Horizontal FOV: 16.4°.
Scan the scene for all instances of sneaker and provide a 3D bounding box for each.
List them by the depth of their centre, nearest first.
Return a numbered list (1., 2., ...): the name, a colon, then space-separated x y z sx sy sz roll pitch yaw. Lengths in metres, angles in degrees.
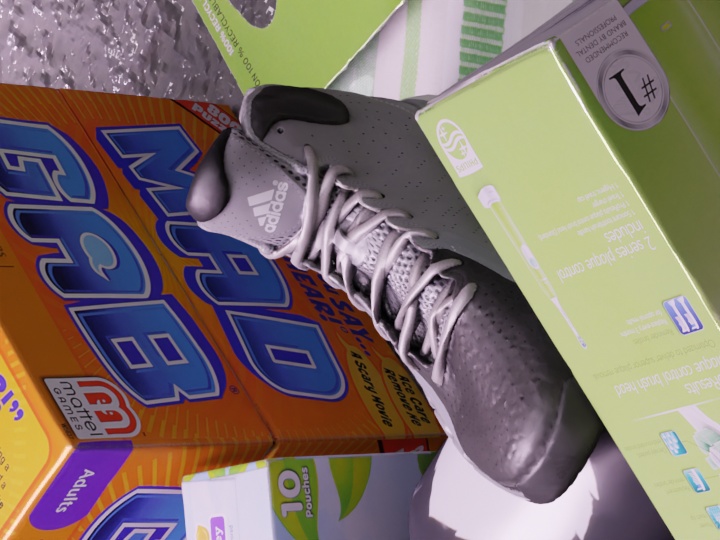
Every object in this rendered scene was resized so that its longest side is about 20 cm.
1. sneaker: 0.000 0.000 0.817 0.075 0.115 0.200 -64 29 24

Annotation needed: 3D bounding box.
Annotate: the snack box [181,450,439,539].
1. snack box: 0.006 0.171 0.937 0.053 0.142 0.201 -12 81 44

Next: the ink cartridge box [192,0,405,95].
1. ink cartridge box: -0.033 -0.158 0.903 0.200 0.076 0.148 -47 63 37

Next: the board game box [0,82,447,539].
1. board game box: -0.130 0.063 1.036 0.200 0.199 0.200 -54 54 30

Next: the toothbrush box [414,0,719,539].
1. toothbrush box: 0.136 -0.007 0.750 0.200 0.145 0.086 59 151 -6

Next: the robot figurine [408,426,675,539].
1. robot figurine: 0.092 0.069 0.865 0.150 0.125 0.200 43 119 22

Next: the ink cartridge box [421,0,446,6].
1. ink cartridge box: 0.109 -0.168 0.897 0.200 0.067 0.116 -11 81 44

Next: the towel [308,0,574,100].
1. towel: 0.056 -0.111 0.886 0.200 0.023 0.153 12 103 43
